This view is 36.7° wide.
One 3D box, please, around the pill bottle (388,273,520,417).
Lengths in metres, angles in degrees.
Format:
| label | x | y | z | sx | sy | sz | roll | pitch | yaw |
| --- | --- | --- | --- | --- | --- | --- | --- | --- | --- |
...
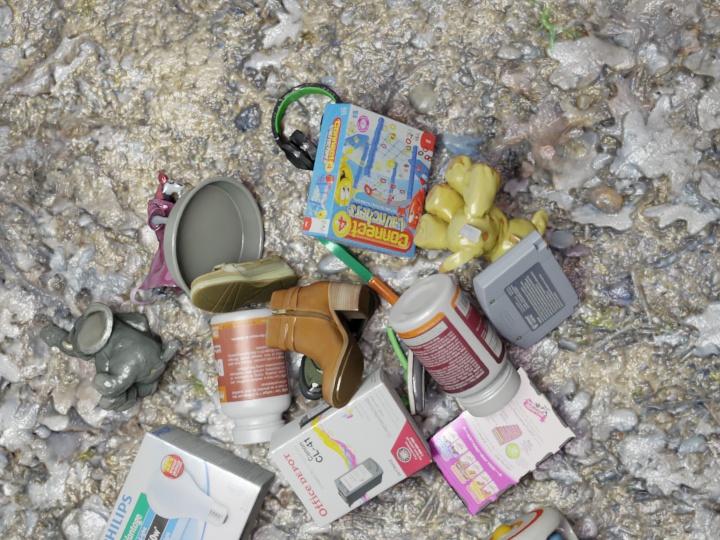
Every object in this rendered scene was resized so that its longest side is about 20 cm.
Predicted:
| label | x | y | z | sx | sy | sz | roll | pitch | yaw |
| --- | --- | --- | --- | --- | --- | --- | --- | --- | --- |
| pill bottle | 0.142 | 0.112 | 1.590 | 0.114 | 0.114 | 0.200 | -38 | 110 | 3 |

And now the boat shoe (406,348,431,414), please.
| label | x | y | z | sx | sy | sz | roll | pitch | yaw |
| --- | --- | --- | --- | --- | --- | --- | --- | --- | --- |
| boat shoe | 0.104 | 0.123 | 1.655 | 0.062 | 0.073 | 0.201 | 4 | 63 | 3 |

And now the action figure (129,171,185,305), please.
| label | x | y | z | sx | sy | sz | roll | pitch | yaw |
| --- | --- | --- | --- | --- | --- | --- | --- | --- | --- |
| action figure | -0.298 | -0.059 | 1.731 | 0.148 | 0.134 | 0.201 | -18 | 85 | 33 |

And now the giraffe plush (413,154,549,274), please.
| label | x | y | z | sx | sy | sz | roll | pitch | yaw |
| --- | --- | --- | --- | --- | --- | --- | --- | --- | --- |
| giraffe plush | 0.200 | -0.060 | 1.640 | 0.162 | 0.200 | 0.173 | 22 | 113 | -27 |

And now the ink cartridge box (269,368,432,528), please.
| label | x | y | z | sx | sy | sz | roll | pitch | yaw |
| --- | --- | --- | --- | --- | --- | --- | --- | --- | --- |
| ink cartridge box | -0.014 | 0.263 | 1.607 | 0.199 | 0.086 | 0.148 | -32 | 99 | 3 |

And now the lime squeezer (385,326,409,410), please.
| label | x | y | z | sx | sy | sz | roll | pitch | yaw |
| --- | --- | --- | --- | --- | --- | --- | --- | --- | --- |
| lime squeezer | 0.059 | 0.193 | 1.696 | 0.070 | 0.038 | 0.201 | 8 | 89 | 7 |

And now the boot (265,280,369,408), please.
| label | x | y | z | sx | sy | sz | roll | pitch | yaw |
| --- | --- | --- | --- | --- | --- | --- | --- | --- | --- |
| boot | -0.073 | 0.110 | 1.600 | 0.154 | 0.074 | 0.201 | -3 | 58 | 23 |

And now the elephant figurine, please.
| label | x | y | z | sx | sy | sz | roll | pitch | yaw |
| --- | --- | --- | --- | --- | --- | --- | --- | --- | --- |
| elephant figurine | -0.401 | 0.110 | 1.713 | 0.155 | 0.142 | 0.200 | -27 | 66 | -24 |

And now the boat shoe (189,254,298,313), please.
| label | x | y | z | sx | sy | sz | roll | pitch | yaw |
| --- | --- | --- | --- | --- | --- | --- | --- | --- | --- |
| boat shoe | -0.185 | 0.013 | 1.663 | 0.063 | 0.200 | 0.073 | 52 | 131 | 25 |

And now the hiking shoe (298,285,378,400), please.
| label | x | y | z | sx | sy | sz | roll | pitch | yaw |
| --- | --- | --- | --- | --- | --- | --- | --- | --- | --- |
| hiking shoe | -0.043 | 0.109 | 1.679 | 0.075 | 0.101 | 0.201 | 27 | 90 | 8 |

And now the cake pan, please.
| label | x | y | z | sx | sy | sz | roll | pitch | yaw |
| --- | --- | --- | --- | --- | --- | --- | --- | --- | --- |
| cake pan | -0.228 | -0.045 | 1.674 | 0.037 | 0.200 | 0.202 | 7 | 87 | 37 |

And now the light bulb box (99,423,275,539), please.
| label | x | y | z | sx | sy | sz | roll | pitch | yaw |
| --- | --- | --- | --- | --- | --- | --- | --- | --- | --- |
| light bulb box | -0.267 | 0.370 | 1.678 | 0.199 | 0.125 | 0.199 | 23 | 90 | 6 |

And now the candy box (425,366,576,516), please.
| label | x | y | z | sx | sy | sz | roll | pitch | yaw |
| --- | --- | --- | --- | --- | --- | --- | --- | --- | --- |
| candy box | 0.210 | 0.259 | 1.663 | 0.200 | 0.061 | 0.137 | -38 | 81 | 4 |

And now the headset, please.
| label | x | y | z | sx | sy | sz | roll | pitch | yaw |
| --- | --- | --- | --- | --- | --- | --- | --- | --- | --- |
| headset | -0.066 | -0.205 | 1.703 | 0.123 | 0.094 | 0.201 | -29 | 76 | 4 |

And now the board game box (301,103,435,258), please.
| label | x | y | z | sx | sy | sz | roll | pitch | yaw |
| --- | --- | --- | --- | --- | --- | --- | --- | --- | --- |
| board game box | 0.016 | -0.132 | 1.641 | 0.056 | 0.199 | 0.197 | 8 | 88 | 44 |

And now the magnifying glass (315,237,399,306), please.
| label | x | y | z | sx | sy | sz | roll | pitch | yaw |
| --- | --- | --- | --- | --- | --- | --- | --- | --- | --- |
| magnifying glass | 0.000 | 0.000 | 1.701 | 0.200 | 0.080 | 0.022 | 40 | 93 | -4 |

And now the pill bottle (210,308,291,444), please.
| label | x | y | z | sx | sy | sz | roll | pitch | yaw |
| --- | --- | --- | --- | --- | --- | --- | --- | --- | --- |
| pill bottle | -0.167 | 0.163 | 1.684 | 0.111 | 0.112 | 0.201 | -8 | 86 | 6 |

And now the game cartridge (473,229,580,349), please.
| label | x | y | z | sx | sy | sz | roll | pitch | yaw |
| --- | --- | --- | --- | --- | --- | --- | --- | --- | --- |
| game cartridge | 0.245 | 0.036 | 1.617 | 0.133 | 0.200 | 0.042 | -35 | 49 | 5 |

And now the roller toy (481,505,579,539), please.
| label | x | y | z | sx | sy | sz | roll | pitch | yaw |
| --- | --- | --- | --- | --- | --- | --- | --- | --- | --- |
| roller toy | 0.239 | 0.437 | 1.592 | 0.182 | 0.200 | 0.140 | -31 | 83 | -10 |
